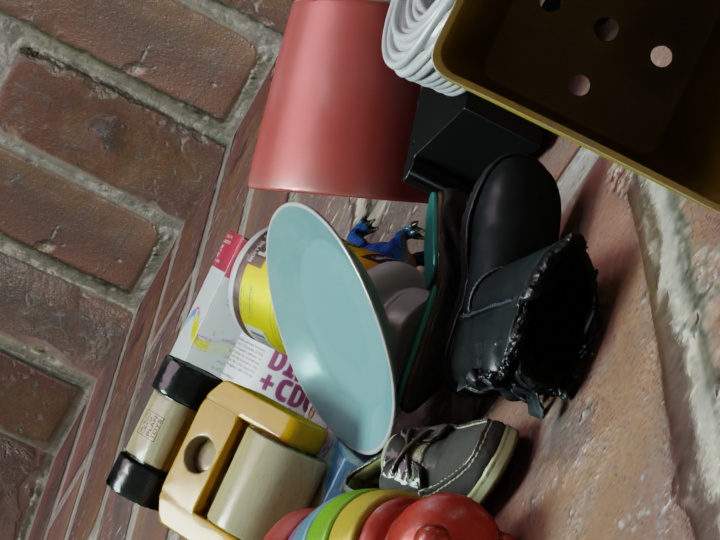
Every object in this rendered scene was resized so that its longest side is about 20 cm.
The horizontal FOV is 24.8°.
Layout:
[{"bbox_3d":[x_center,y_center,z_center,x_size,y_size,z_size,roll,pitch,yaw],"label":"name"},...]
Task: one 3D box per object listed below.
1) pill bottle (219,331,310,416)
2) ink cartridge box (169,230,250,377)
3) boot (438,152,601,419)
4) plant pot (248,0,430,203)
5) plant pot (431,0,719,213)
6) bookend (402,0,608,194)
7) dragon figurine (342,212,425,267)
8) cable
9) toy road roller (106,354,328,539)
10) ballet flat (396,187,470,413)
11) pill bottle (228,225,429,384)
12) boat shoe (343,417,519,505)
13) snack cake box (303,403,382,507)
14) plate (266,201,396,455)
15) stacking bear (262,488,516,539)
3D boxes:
[{"bbox_3d":[-0.070,0.089,1.637,0.201,0.113,0.113,-65,12,-3],"label":"pill bottle"},{"bbox_3d":[-0.116,0.080,1.768,0.201,0.145,0.145,-64,12,-2],"label":"ink cartridge box"},{"bbox_3d":[0.116,0.003,1.131,0.162,0.073,0.200,154,133,-74],"label":"boot"},{"bbox_3d":[0.000,-0.156,1.519,0.200,0.199,0.179,-167,81,-77],"label":"plant pot"},{"bbox_3d":[0.167,-0.161,1.011,0.176,0.199,0.201,176,119,-90],"label":"plant pot"},{"bbox_3d":[0.136,-0.181,1.368,0.200,0.092,0.200,-42,29,50],"label":"bookend"},{"bbox_3d":[0.000,0.000,1.499,0.199,0.059,0.099,9,40,41],"label":"dragon figurine"},{"bbox_3d":[0.091,-0.239,1.315,0.201,0.069,0.200,-66,19,-1],"label":"cable"},{"bbox_3d":[-0.094,0.161,1.337,0.199,0.146,0.124,24,88,41],"label":"toy road roller"},{"bbox_3d":[0.074,0.021,1.248,0.068,0.068,0.201,105,177,-58],"label":"ballet flat"},{"bbox_3d":[-0.013,0.033,1.368,0.199,0.109,0.110,21,84,44],"label":"pill bottle"},{"bbox_3d":[0.042,0.144,1.155,0.072,0.066,0.201,-59,8,-30],"label":"boat shoe"},{"bbox_3d":[-0.021,0.186,1.349,0.116,0.067,0.200,-65,12,7],"label":"snack cake box"},{"bbox_3d":[-0.017,0.041,1.242,0.200,0.025,0.201,47,148,42],"label":"plate"},{"bbox_3d":[0.020,0.197,1.078,0.200,0.121,0.115,-27,53,54],"label":"stacking bear"}]
